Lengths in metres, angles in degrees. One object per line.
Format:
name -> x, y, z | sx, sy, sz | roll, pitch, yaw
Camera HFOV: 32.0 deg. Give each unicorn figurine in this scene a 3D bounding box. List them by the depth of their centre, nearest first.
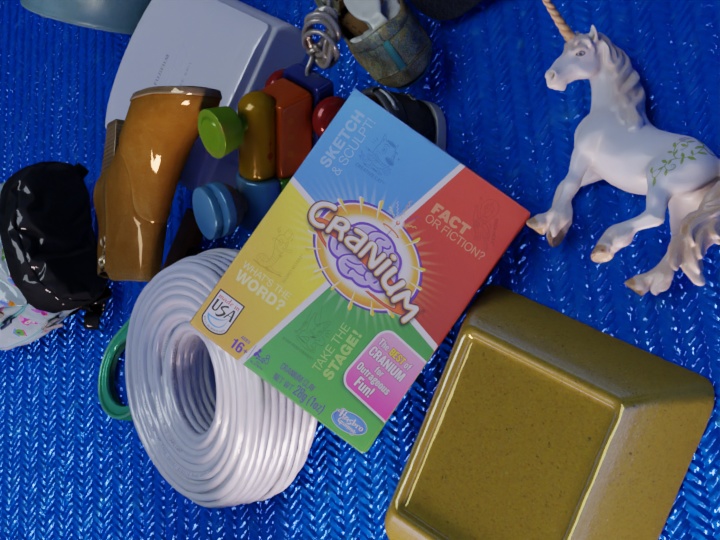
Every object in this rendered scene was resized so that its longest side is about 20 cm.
unicorn figurine -> 0.167, -0.073, 0.814 | 0.199, 0.074, 0.138 | 33, 91, 29

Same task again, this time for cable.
cable -> -0.111, 0.083, 0.984 | 0.201, 0.069, 0.201 | 55, 134, 32

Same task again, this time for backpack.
backpack -> -0.345, -0.002, 1.220 | 0.199, 0.126, 0.168 | -29, 62, 37

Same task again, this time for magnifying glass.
magnifying glass -> -0.185, 0.040, 1.131 | 0.079, 0.022, 0.201 | 30, 98, 44

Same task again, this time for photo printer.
photo printer -> -0.146, -0.167, 1.124 | 0.200, 0.069, 0.168 | 33, 101, 43

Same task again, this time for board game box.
board game box -> 0.000, 0.000, 0.874 | 0.152, 0.040, 0.201 | 35, 88, 6

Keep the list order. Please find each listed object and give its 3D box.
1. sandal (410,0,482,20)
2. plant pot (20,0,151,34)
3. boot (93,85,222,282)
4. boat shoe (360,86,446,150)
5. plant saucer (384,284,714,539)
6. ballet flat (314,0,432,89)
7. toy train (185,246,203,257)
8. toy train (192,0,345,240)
sandal -> 0.114, -0.247, 0.911 | 0.199, 0.076, 0.043 | -15, 40, 38
plant pot -> -0.242, -0.328, 1.187 | 0.199, 0.199, 0.190 | 28, 110, 44
boot -> -0.166, -0.063, 1.021 | 0.201, 0.070, 0.146 | -15, 74, 59
boat shoe -> 0.024, -0.038, 0.931 | 0.071, 0.067, 0.202 | -13, 70, 38
plant saucer -> 0.104, 0.126, 0.819 | 0.199, 0.048, 0.202 | 25, 94, 44
ballet flat -> -0.002, -0.216, 0.987 | 0.071, 0.070, 0.201 | -50, 39, 20
toy train -> -0.095, 0.041, 1.038 | 0.200, 0.034, 0.046 | 38, 107, 43
toy train -> -0.074, -0.122, 0.961 | 0.084, 0.115, 0.202 | 34, 132, 43
